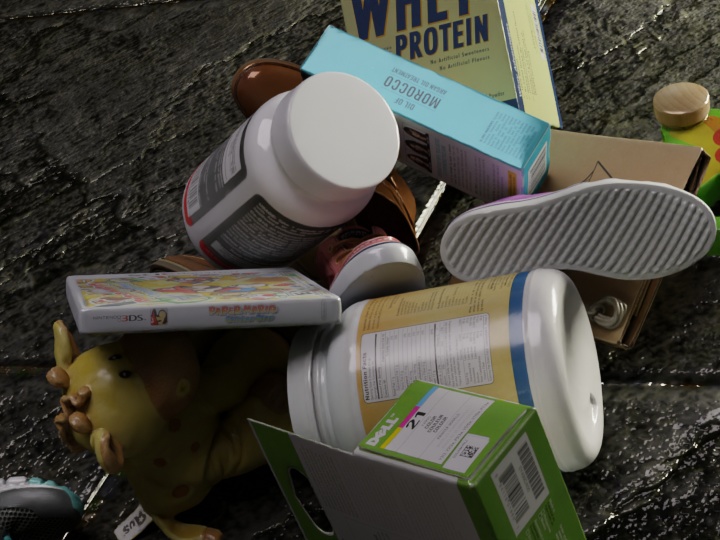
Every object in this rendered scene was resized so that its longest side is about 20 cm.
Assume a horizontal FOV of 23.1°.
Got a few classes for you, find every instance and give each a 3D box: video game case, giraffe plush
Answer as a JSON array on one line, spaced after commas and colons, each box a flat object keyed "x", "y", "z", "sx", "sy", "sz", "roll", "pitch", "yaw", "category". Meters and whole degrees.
[{"x": -0.122, "y": 0.020, "z": 1.300, "sx": 0.182, "sy": 0.023, "sz": 0.200, "roll": -2, "pitch": 7, "yaw": -12, "category": "video game case"}, {"x": -0.156, "y": 0.097, "z": 1.304, "sx": 0.172, "sy": 0.162, "sz": 0.200, "roll": 26, "pitch": 77, "yaw": 35, "category": "giraffe plush"}]

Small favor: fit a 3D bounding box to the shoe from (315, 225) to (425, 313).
[{"x": 0.000, "y": 0.000, "z": 1.356, "sx": 0.071, "sy": 0.200, "sz": 0.091, "roll": -10, "pitch": 67, "yaw": -9, "category": "shoe"}]

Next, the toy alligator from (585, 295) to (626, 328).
[{"x": 0.103, "y": 0.041, "z": 1.337, "sx": 0.200, "sy": 0.054, "sz": 0.059, "roll": -16, "pitch": 62, "yaw": 38, "category": "toy alligator"}]

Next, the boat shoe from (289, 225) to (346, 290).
[{"x": -0.052, "y": -0.044, "z": 1.566, "sx": 0.072, "sy": 0.076, "sz": 0.200, "roll": -27, "pitch": 34, "yaw": -6, "category": "boat shoe"}]

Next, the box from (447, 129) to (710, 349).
[{"x": 0.166, "y": -0.032, "z": 1.385, "sx": 0.200, "sy": 0.021, "sz": 0.164, "roll": 14, "pitch": 77, "yaw": 51, "category": "box"}]

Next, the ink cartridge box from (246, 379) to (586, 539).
[{"x": 0.038, "y": 0.147, "z": 1.179, "sx": 0.200, "sy": 0.148, "sz": 0.076, "roll": 12, "pitch": 47, "yaw": 41, "category": "ink cartridge box"}]

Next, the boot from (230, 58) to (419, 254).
[{"x": -0.024, "y": -0.096, "z": 1.518, "sx": 0.074, "sy": 0.200, "sz": 0.155, "roll": -48, "pitch": 22, "yaw": 15, "category": "boot"}]

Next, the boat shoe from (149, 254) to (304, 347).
[{"x": -0.096, "y": 0.028, "z": 1.508, "sx": 0.200, "sy": 0.072, "sz": 0.068, "roll": 25, "pitch": 52, "yaw": 37, "category": "boat shoe"}]

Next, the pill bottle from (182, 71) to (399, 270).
[{"x": -0.055, "y": -0.075, "z": 1.398, "sx": 0.114, "sy": 0.114, "sz": 0.200, "roll": -47, "pitch": 7, "yaw": -32, "category": "pill bottle"}]

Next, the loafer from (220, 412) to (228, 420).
[{"x": -0.119, "y": 0.095, "z": 1.422, "sx": 0.200, "sy": 0.072, "sz": 0.063, "roll": 4, "pitch": 47, "yaw": 31, "category": "loafer"}]

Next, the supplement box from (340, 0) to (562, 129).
[{"x": 0.078, "y": -0.209, "z": 1.541, "sx": 0.134, "sy": 0.200, "sz": 0.200, "roll": -12, "pitch": -2, "yaw": 17, "category": "supplement box"}]

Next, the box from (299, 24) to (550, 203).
[{"x": 0.052, "y": -0.119, "z": 1.399, "sx": 0.200, "sy": 0.082, "sz": 0.049, "roll": 26, "pitch": 69, "yaw": 16, "category": "box"}]

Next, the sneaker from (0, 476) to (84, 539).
[{"x": -0.303, "y": 0.227, "z": 1.358, "sx": 0.200, "sy": 0.078, "sz": 0.091, "roll": -21, "pitch": 49, "yaw": 9, "category": "sneaker"}]

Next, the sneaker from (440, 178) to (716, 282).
[{"x": 0.167, "y": -0.036, "z": 1.313, "sx": 0.200, "sy": 0.073, "sz": 0.114, "roll": -1, "pitch": 9, "yaw": 16, "category": "sneaker"}]

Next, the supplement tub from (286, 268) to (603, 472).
[{"x": 0.062, "y": 0.084, "z": 1.259, "sx": 0.200, "sy": 0.145, "sz": 0.145, "roll": -11, "pitch": 35, "yaw": 18, "category": "supplement tub"}]

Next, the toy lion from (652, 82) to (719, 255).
[{"x": 0.320, "y": -0.083, "z": 1.424, "sx": 0.191, "sy": 0.069, "sz": 0.200, "roll": 6, "pitch": 43, "yaw": 25, "category": "toy lion"}]
